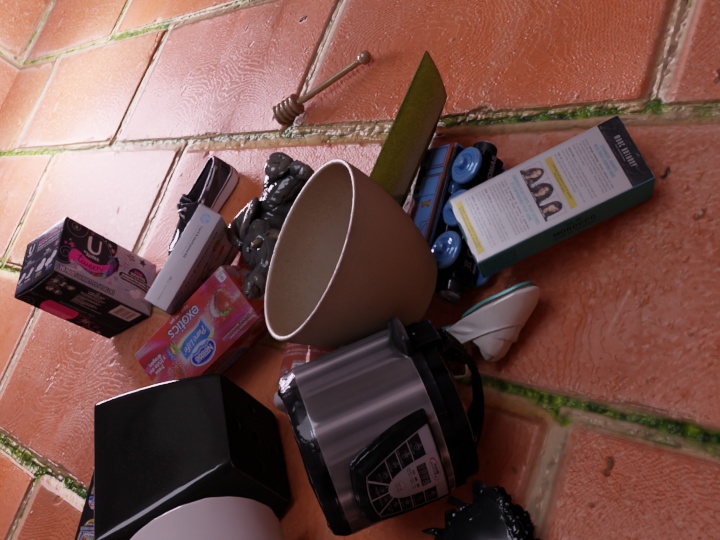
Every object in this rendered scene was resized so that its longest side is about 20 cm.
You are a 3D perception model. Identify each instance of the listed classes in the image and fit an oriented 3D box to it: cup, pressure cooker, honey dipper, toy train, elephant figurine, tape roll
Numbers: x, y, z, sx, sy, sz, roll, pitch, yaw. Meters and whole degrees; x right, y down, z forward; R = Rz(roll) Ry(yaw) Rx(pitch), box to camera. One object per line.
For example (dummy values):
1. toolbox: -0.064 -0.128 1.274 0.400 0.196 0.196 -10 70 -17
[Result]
1. cup: 0.000 0.000 0.869 0.200 0.141 0.203 -45 33 41
2. pressure cooker: 0.031 0.147 0.793 0.197 0.176 0.181 -21 75 -7
3. honey dipper: -0.064 -0.307 1.309 0.198 0.038 0.039 -29 48 28
4. toy train: 0.112 -0.060 0.950 0.113 0.086 0.204 -6 64 53
5. elephant figurine: -0.129 -0.058 1.141 0.140 0.155 0.202 29 83 20
6. tape roll: -0.173 0.350 0.887 0.203 0.201 0.071 -47 42 12

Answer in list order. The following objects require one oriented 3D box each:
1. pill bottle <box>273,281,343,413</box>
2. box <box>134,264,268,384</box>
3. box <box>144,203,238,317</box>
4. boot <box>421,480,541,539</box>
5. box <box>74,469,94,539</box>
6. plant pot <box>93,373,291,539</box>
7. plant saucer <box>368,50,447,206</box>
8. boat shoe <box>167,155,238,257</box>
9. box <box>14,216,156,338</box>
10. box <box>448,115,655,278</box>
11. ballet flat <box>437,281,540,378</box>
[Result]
1. pill bottle: -0.033 0.082 0.980 0.111 0.112 0.203 -8 60 41
2. box: -0.215 0.091 1.142 0.200 0.099 0.096 -43 78 16
3. box: -0.248 0.001 1.192 0.041 0.200 0.158 27 78 6
4. boot: 0.108 0.314 0.732 0.162 0.073 0.200 -37 46 14
5. box: -0.343 0.359 1.167 0.198 0.044 0.163 -13 57 40
6. plant pot: -0.201 0.250 0.997 0.175 0.200 0.201 -28 47 11
7. plant saucer: 0.056 -0.147 1.018 0.200 0.047 0.203 100 -166 -80
8. boat shoe: -0.292 -0.108 1.388 0.202 0.067 0.072 -57 41 2
9. box: -0.480 0.015 1.398 0.131 0.199 0.117 -25 51 31
10. box: 0.200 -0.076 0.833 0.197 0.049 0.083 -26 65 8
11. ballet flat: 0.123 0.080 0.872 0.198 0.069 0.070 -30 47 34
